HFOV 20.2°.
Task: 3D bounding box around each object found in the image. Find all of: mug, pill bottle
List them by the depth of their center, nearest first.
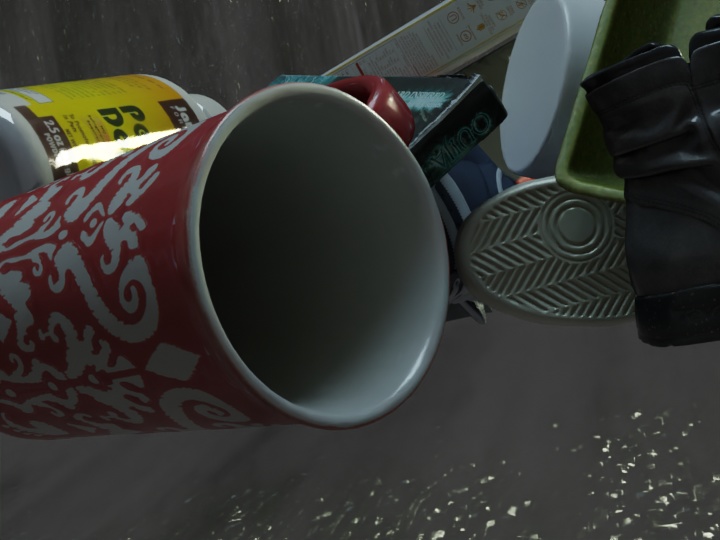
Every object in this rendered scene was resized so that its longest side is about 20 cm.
[{"bbox_3d":[-0.066,0.004,0.850,0.200,0.134,0.177,-13,4,45],"label":"mug"},{"bbox_3d":[0.183,-0.080,1.052,0.200,0.114,0.114,10,-1,-14],"label":"pill bottle"},{"bbox_3d":[-0.155,-0.054,1.152,0.109,0.109,0.200,-8,5,35],"label":"pill bottle"}]

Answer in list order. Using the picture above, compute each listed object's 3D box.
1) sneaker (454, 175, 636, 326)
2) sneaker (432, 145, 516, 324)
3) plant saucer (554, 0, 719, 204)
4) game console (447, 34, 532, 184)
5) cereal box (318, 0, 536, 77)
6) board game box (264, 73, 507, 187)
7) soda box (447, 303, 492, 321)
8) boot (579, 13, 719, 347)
[{"bbox_3d":[0.142,-0.012,0.977,0.200,0.075,0.085,-5,-3,-4],"label":"sneaker"},{"bbox_3d":[0.038,0.005,0.996,0.070,0.108,0.200,-31,23,37],"label":"sneaker"},{"bbox_3d":[0.209,-0.094,0.921,0.199,0.200,0.048,13,-21,13],"label":"plant saucer"},{"bbox_3d":[0.130,-0.071,1.199,0.177,0.031,0.200,36,36,15],"label":"game console"},{"bbox_3d":[0.047,-0.141,1.254,0.200,0.040,0.144,-29,4,17],"label":"cereal box"},{"bbox_3d":[-0.031,-0.047,1.000,0.135,0.028,0.200,-43,24,-19],"label":"board game box"},{"bbox_3d":[0.000,0.000,1.160,0.068,0.064,0.200,-11,3,-22],"label":"soda box"},{"bbox_3d":[0.194,-0.047,0.820,0.200,0.132,0.070,-10,3,14],"label":"boot"}]
